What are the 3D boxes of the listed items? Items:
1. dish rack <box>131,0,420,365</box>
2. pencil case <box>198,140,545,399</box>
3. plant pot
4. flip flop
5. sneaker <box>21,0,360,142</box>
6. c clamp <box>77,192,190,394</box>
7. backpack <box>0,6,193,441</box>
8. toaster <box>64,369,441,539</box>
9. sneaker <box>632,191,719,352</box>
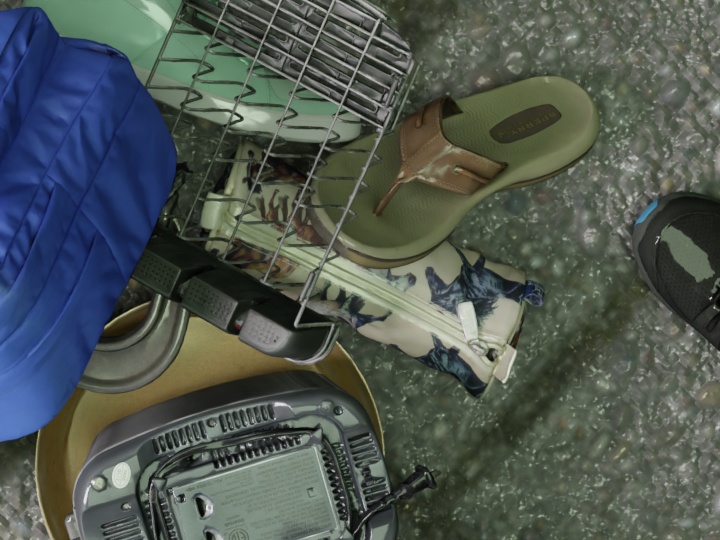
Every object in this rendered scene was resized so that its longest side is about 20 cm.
[{"bbox_3d":[-0.054,-0.064,1.549,0.153,0.055,0.200,29,105,17],"label":"dish rack"},{"bbox_3d":[0.000,0.000,1.645,0.200,0.089,0.078,25,90,-9],"label":"pencil case"},{"bbox_3d":[-0.086,0.109,1.676,0.199,0.027,0.201,-1,97,-9],"label":"plant pot"},{"bbox_3d":[0.053,-0.066,1.623,0.200,0.058,0.081,-25,64,-28],"label":"flip flop"},{"bbox_3d":[-0.080,-0.146,1.619,0.200,0.074,0.118,20,96,-4],"label":"sneaker"},{"bbox_3d":[-0.180,-0.026,1.631,0.200,0.027,0.171,22,94,1],"label":"c clamp"},{"bbox_3d":[-0.209,-0.024,1.465,0.162,0.168,0.200,2,57,29],"label":"backpack"},{"bbox_3d":[-0.063,0.118,1.602,0.200,0.129,0.114,-18,99,-5],"label":"toaster"},{"bbox_3d":[0.241,0.030,1.686,0.200,0.082,0.073,42,91,-9],"label":"sneaker"}]
